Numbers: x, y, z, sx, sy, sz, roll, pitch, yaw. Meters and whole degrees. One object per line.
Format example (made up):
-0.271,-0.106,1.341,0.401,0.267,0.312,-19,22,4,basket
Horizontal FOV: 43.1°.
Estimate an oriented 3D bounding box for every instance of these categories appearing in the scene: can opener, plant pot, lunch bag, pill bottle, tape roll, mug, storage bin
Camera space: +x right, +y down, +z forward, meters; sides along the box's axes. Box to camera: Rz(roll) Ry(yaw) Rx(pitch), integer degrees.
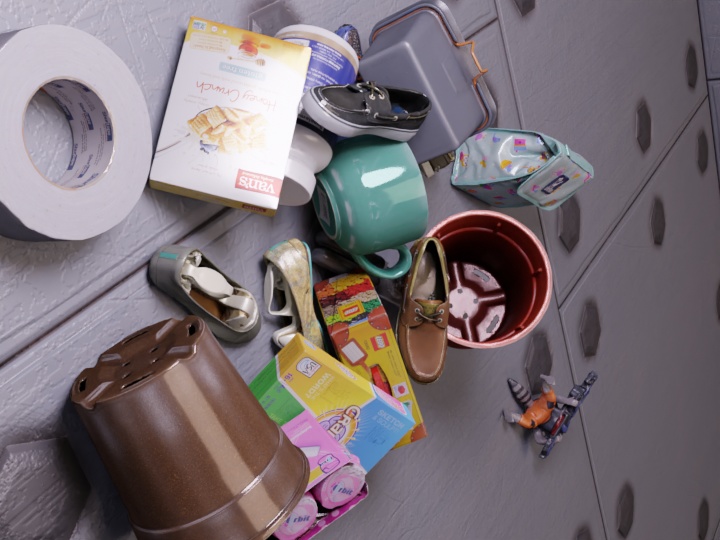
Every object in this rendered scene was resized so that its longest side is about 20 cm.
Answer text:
0.000,0.000,1.305,0.200,0.067,0.053,27,72,-38,can opener
-0.182,0.166,0.936,0.200,0.200,0.198,-46,118,-44,plant pot
0.282,-0.175,1.564,0.170,0.200,0.122,18,76,-54,lunch bag
-0.080,-0.189,1.122,0.116,0.116,0.200,38,61,-48,pill bottle
0.169,0.034,1.381,0.195,0.200,0.201,98,3,-76,plant pot
-0.294,-0.127,0.864,0.200,0.066,0.201,0,90,-55,tape roll
0.009,-0.083,1.183,0.114,0.152,0.185,-18,80,-17,mug
0.089,-0.242,1.216,0.200,0.145,0.134,60,31,-19,storage bin

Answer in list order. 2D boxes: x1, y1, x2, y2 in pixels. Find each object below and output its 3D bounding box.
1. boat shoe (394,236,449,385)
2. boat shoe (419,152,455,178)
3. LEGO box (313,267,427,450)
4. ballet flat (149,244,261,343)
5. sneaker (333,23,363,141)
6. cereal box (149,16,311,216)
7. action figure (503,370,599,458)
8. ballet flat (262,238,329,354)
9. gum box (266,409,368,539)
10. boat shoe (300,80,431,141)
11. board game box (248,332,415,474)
0.085,0.053,1.237,0.068,0.072,0.200,116,-27,-77,boat shoe
0.091,-0.233,1.388,0.060,0.072,0.202,-28,129,-1,boat shoe
0.012,0.118,1.225,0.149,0.077,0.200,-115,-175,-62,LEGO box
-0.161,0.034,1.056,0.200,0.064,0.067,42,58,-47,ballet flat
0.004,-0.243,1.271,0.075,0.078,0.200,-35,119,-50,sneaker
-0.144,-0.172,1.025,0.144,0.040,0.200,12,76,-9,cereal box
0.369,0.254,1.787,0.200,0.105,0.193,-53,142,-6,action figure
-0.087,0.060,1.171,0.071,0.071,0.200,-28,113,-51,ballet flat
-0.097,0.256,1.032,0.200,0.113,0.066,-34,125,-12,gum box
0.011,-0.197,1.077,0.200,0.057,0.069,-3,53,-52,boat shoe
-0.052,0.186,1.120,0.200,0.040,0.153,36,101,-32,board game box
